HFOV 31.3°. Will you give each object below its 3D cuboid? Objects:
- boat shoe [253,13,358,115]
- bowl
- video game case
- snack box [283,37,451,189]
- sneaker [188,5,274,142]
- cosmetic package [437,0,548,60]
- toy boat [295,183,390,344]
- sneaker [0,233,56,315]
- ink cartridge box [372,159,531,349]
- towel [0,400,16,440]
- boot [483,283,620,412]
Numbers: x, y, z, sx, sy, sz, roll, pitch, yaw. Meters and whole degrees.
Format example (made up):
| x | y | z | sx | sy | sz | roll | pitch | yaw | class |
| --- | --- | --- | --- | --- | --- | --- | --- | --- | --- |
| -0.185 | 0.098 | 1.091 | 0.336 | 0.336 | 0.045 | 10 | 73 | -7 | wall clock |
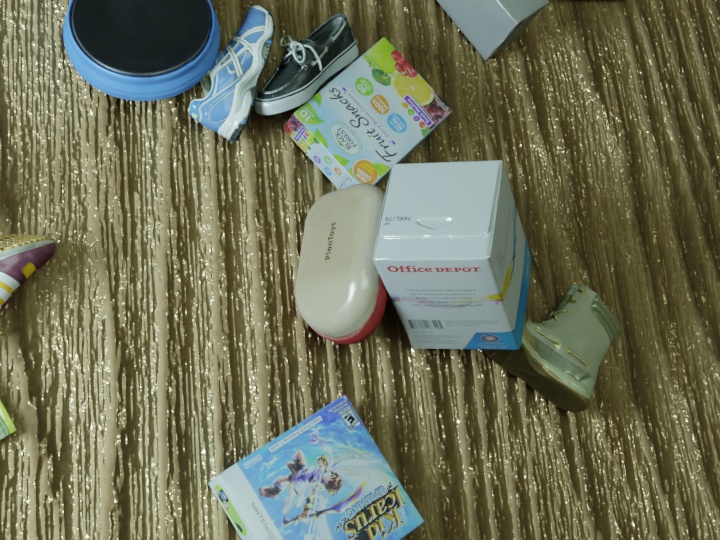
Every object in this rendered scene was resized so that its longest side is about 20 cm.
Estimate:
| x | y | z | sx | sy | sz | roll | pitch | yaw | class |
| --- | --- | --- | --- | --- | --- | --- | --- | --- | --- |
| -0.075 | -0.277 | 1.704 | 0.199 | 0.073 | 0.069 | -40 | 129 | -32 | boat shoe |
| -0.276 | -0.308 | 1.630 | 0.197 | 0.040 | 0.203 | 4 | 61 | -7 | bowl |
| -0.049 | 0.274 | 1.516 | 0.199 | 0.045 | 0.183 | -29 | 84 | -31 | video game case |
| 0.012 | -0.203 | 1.738 | 0.142 | 0.053 | 0.200 | 46 | 59 | 1 | snack box |
| -0.164 | -0.268 | 1.672 | 0.076 | 0.076 | 0.202 | 19 | 61 | -10 | sneaker |
| 0.166 | -0.421 | 1.868 | 0.090 | 0.107 | 0.201 | -40 | 90 | -32 | cosmetic package |
| 0.000 | 0.000 | 1.624 | 0.130 | 0.129 | 0.203 | 34 | 54 | -42 | toy boat |
| -0.422 | 0.024 | 1.446 | 0.199 | 0.074 | 0.091 | -28 | 113 | -42 | sneaker |
| 0.118 | -0.016 | 1.589 | 0.145 | 0.201 | 0.148 | 0 | 55 | 19 | ink cartridge box |
| -0.474 | 0.184 | 1.379 | 0.199 | 0.018 | 0.087 | -31 | 83 | -31 | towel |
| 0.249 | 0.073 | 1.719 | 0.199 | 0.072 | 0.155 | 38 | 57 | -6 | boot |
